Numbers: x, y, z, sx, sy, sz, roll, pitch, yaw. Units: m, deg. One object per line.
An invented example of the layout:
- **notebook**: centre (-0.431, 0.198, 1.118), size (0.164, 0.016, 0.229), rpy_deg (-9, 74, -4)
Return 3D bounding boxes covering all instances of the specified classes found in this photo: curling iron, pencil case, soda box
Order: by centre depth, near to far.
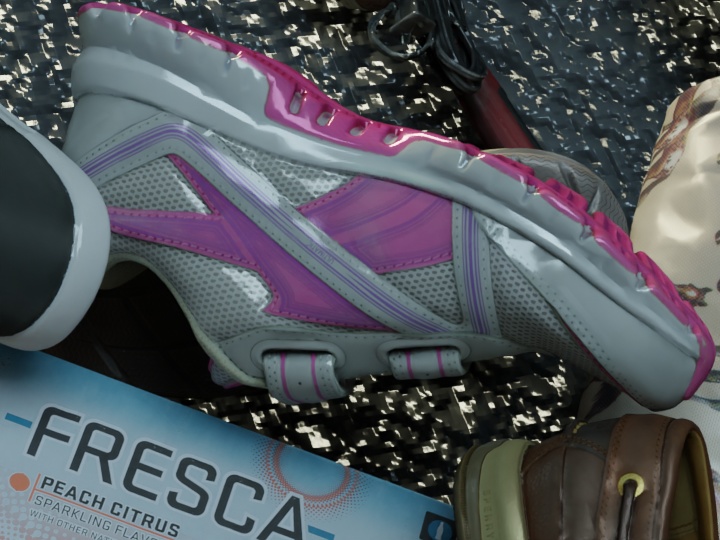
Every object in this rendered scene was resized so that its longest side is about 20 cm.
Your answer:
- **soda box**: centre (-0.063, 0.078, 0.722), size (0.199, 0.064, 0.069), rpy_deg (21, 51, -3)
- **pencil case**: centre (0.113, 0.036, 0.778), size (0.089, 0.078, 0.201), rpy_deg (6, 62, 25)
- **curling iron**: centre (0.059, -0.014, 0.849), size (0.049, 0.026, 0.201), rpy_deg (-5, 62, -58)

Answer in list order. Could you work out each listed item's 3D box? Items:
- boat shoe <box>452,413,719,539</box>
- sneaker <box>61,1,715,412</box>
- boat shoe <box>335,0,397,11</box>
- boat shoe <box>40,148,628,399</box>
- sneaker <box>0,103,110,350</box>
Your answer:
- **boat shoe**: centre (0.077, 0.129, 0.656), size (0.067, 0.072, 0.201), rpy_deg (-20, 65, 18)
- **sneaker**: centre (0.000, 0.000, 0.719), size (0.199, 0.081, 0.089), rpy_deg (24, 95, 13)
- **boat shoe**: centre (0.011, -0.172, 0.936), size (0.074, 0.075, 0.203), rpy_deg (8, 51, 22)
- **boat shoe**: centre (-0.020, -0.003, 0.797), size (0.199, 0.072, 0.076), rpy_deg (1, 98, -1)
- **sneaker**: centre (-0.158, -0.044, 0.717), size (0.099, 0.071, 0.200), rpy_deg (23, 5, -43)
